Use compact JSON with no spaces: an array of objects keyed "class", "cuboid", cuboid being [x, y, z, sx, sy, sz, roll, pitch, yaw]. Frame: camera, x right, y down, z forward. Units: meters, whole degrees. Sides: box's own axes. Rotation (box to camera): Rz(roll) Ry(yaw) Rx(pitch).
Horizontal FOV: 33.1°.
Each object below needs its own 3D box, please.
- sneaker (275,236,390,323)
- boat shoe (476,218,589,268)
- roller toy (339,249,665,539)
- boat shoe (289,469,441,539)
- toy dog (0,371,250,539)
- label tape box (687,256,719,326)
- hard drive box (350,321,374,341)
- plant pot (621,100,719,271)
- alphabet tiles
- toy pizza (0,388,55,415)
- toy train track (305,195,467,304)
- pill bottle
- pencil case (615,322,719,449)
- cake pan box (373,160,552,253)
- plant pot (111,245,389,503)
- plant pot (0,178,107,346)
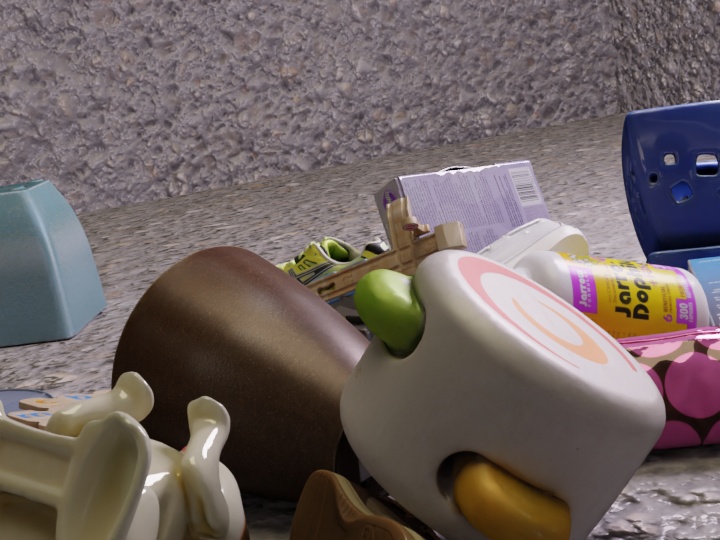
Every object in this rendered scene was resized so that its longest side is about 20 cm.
[{"class":"sneaker","cuboid":[-0.042,0.005,1.174,0.198,0.077,0.075,-2,14,31]},{"class":"boat shoe","cuboid":[0.115,0.012,1.109,0.199,0.072,0.068,-37,36,-13]},{"class":"roller toy","cuboid":[0.086,0.091,0.765,0.200,0.140,0.182,42,18,32]},{"class":"boat shoe","cuboid":[0.013,0.174,0.747,0.071,0.073,0.200,21,-8,-21]},{"class":"toy dog","cuboid":[-0.132,0.155,0.696,0.138,0.196,0.200,0,-9,24]},{"class":"label tape box","cuboid":[0.374,0.053,1.058,0.142,0.067,0.200,-6,28,7]},{"class":"hard drive box","cuboid":[0.007,0.066,1.232,0.155,0.078,0.199,2,15,38]},{"class":"plant pot","cuboid":[0.375,-0.058,1.244,0.198,0.182,0.200,-5,-16,10]},{"class":"alphabet tiles","cuboid":[-0.202,0.129,1.068,0.194,0.015,0.199,6,6,42]},{"class":"toy pizza","cuboid":[-0.382,0.158,1.152,0.198,0.032,0.200,-8,12,2]},{"class":"toy train track","cuboid":[0.000,0.000,1.081,0.199,0.116,0.032,-23,-26,26]},{"class":"pill bottle","cuboid":[0.191,0.039,1.047,0.198,0.105,0.104,6,6,-18]},{"class":"pencil case","cuboid":[0.234,0.087,0.926,0.198,0.095,0.091,-8,14,2]},{"class":"cake pan box","cuboid":[0.120,-0.011,1.198,0.183,0.202,0.052,-11,-13,-38]},{"class":"plant pot","cuboid":[-0.055,0.096,0.918,0.199,0.189,0.186,19,26,41]},{"class":"plant pot","cuboid":[-0.477,-0.016,1.662,0.194,0.202,0.196,-6,11,3]}]
